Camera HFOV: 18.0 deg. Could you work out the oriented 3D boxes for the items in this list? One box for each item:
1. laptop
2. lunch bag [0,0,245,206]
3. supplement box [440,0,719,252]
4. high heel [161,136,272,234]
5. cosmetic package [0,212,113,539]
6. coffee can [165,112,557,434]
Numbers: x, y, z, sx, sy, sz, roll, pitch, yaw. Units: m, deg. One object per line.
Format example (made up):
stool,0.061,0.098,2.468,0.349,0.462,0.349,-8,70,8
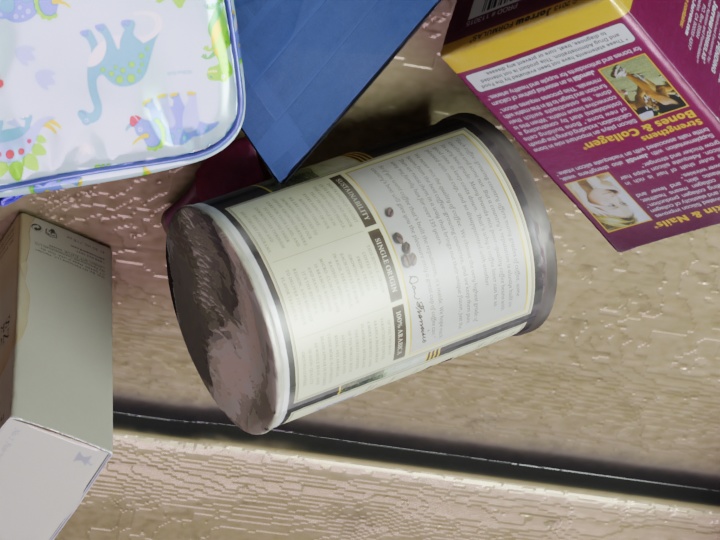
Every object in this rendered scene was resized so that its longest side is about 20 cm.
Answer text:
laptop,-0.074,-0.190,1.315,0.199,0.116,0.187,29,119,-25
lunch bag,-0.169,-0.126,1.284,0.199,0.082,0.162,-11,107,-8
supplement box,0.164,-0.119,1.377,0.130,0.104,0.200,-16,132,38
high heel,-0.029,-0.007,1.488,0.200,0.068,0.096,32,129,-23
cosmetic package,-0.211,0.070,1.448,0.073,0.200,0.104,23,122,-22
coffee can,0.000,0.000,1.404,0.199,0.146,0.147,-19,132,-25
